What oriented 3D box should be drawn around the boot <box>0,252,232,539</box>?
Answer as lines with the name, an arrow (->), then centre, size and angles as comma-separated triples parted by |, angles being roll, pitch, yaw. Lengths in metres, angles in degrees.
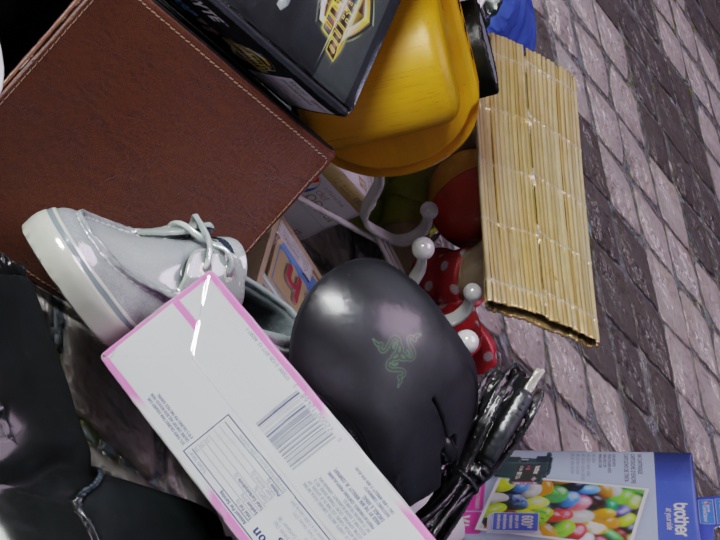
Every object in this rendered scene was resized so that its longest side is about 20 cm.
boot -> -0.135, 0.076, 0.917 | 0.163, 0.073, 0.198 | 67, 21, 8

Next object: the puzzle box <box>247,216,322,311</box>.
puzzle box -> -0.020, 0.077, 1.250 | 0.200, 0.025, 0.133 | 57, 24, -27

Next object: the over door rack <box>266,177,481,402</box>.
over door rack -> 0.000, 0.000, 1.200 | 0.200, 0.067, 0.148 | 14, 39, -43

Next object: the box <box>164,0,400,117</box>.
box -> -0.025, -0.199, 1.032 | 0.159, 0.046, 0.201 | 39, 70, -47

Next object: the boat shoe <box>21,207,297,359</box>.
boat shoe -> -0.087, 0.006, 1.017 | 0.070, 0.071, 0.201 | 55, 8, 31

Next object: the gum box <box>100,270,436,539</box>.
gum box -> -0.022, 0.107, 0.949 | 0.200, 0.066, 0.114 | 49, -7, 32

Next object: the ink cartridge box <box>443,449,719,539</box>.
ink cartridge box -> 0.140, 0.153, 1.317 | 0.119, 0.199, 0.042 | -75, 166, -66

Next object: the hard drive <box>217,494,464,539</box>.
hard drive -> -0.011, 0.125, 1.166 | 0.200, 0.027, 0.132 | -33, 103, -61

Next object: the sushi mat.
sushi mat -> 0.104, -0.053, 1.295 | 0.095, 0.012, 0.201 | 22, 52, -34

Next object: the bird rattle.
bird rattle -> 0.054, -0.028, 1.362 | 0.112, 0.163, 0.200 | 30, 28, -31

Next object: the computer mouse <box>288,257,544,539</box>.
computer mouse -> 0.032, 0.069, 1.103 | 0.139, 0.053, 0.200 | -54, 139, -15

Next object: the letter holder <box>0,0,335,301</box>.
letter holder -> -0.133, -0.070, 1.043 | 0.101, 0.142, 0.200 | 43, 4, 38

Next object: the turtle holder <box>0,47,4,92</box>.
turtle holder -> -0.216, -0.077, 0.775 | 0.186, 0.131, 0.141 | 44, 32, -47

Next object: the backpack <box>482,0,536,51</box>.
backpack -> 0.045, -0.212, 1.501 | 0.168, 0.162, 0.201 | 33, 39, -61

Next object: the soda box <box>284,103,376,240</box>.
soda box -> -0.039, -0.121, 1.345 | 0.068, 0.063, 0.201 | 45, 31, -45

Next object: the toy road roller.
toy road roller -> 0.003, -0.147, 1.151 | 0.146, 0.122, 0.201 | -85, 161, -68

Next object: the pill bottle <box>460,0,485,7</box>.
pill bottle -> -0.023, -0.194, 1.276 | 0.200, 0.109, 0.109 | 31, 27, -2
